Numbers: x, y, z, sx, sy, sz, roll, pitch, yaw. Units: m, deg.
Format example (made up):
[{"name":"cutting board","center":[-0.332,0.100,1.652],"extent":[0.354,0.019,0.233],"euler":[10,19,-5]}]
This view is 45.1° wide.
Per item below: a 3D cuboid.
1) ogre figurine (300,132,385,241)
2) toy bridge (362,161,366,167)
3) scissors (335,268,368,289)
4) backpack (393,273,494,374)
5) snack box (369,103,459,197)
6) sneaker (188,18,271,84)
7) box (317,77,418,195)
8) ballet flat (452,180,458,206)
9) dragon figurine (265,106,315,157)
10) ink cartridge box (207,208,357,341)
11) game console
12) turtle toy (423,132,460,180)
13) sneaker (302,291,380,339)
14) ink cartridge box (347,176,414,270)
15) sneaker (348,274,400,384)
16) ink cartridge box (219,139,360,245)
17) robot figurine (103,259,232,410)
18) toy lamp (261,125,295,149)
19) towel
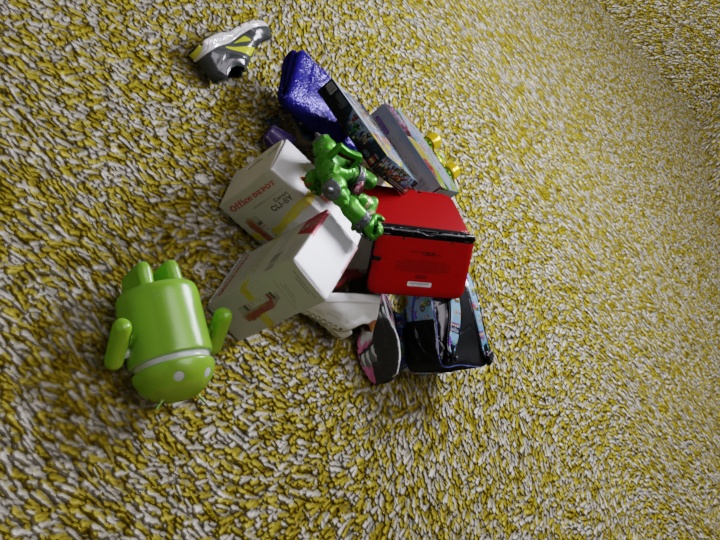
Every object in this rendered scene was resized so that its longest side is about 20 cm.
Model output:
[{"name":"ogre figurine","center":[-0.025,-0.145,1.368],"extent":[0.120,0.098,0.201],"euler":[36,47,-39]},{"name":"toy bridge","center":[-0.010,-0.186,1.678],"extent":[0.027,0.068,0.200],"euler":[14,24,-15]},{"name":"scissors","center":[0.000,0.000,1.552],"extent":[0.199,0.073,0.014],"euler":[-16,115,-29]},{"name":"backpack","center":[0.148,0.089,1.632],"extent":[0.182,0.134,0.201],"euler":[6,74,-51]},{"name":"snack box","center":[0.105,-0.225,1.700],"extent":[0.201,0.053,0.142],"euler":[58,17,10]},{"name":"sneaker","center":[-0.229,-0.395,1.584],"extent":[0.200,0.074,0.085],"euler":[-39,104,-44]},{"name":"box","center":[0.013,-0.236,1.534],"extent":[0.200,0.038,0.136],"euler":[58,14,28]},{"name":"ballet flat","center":[0.178,-0.164,1.903],"extent":[0.068,0.068,0.201],"euler":[56,33,-40]},{"name":"dragon figurine","center":[-0.092,-0.264,1.661],"extent":[0.199,0.059,0.100],"euler":[-6,72,-50]},{"name":"ink cartridge box","center":[-0.120,0.009,1.339],"extent":[0.084,0.199,0.145],"euler":[51,38,-18]},{"name":"game console","center":[0.089,-0.051,1.545],"extent":[0.199,0.119,0.173],"euler":[5,103,-27]},{"name":"turtle toy","center":[0.107,-0.226,1.837],"extent":[0.145,0.101,0.201],"euler":[-33,92,-30]},{"name":"sneaker","center":[-0.054,0.076,1.475],"extent":[0.199,0.073,0.085],"euler":[5,92,-28]},{"name":"ink cartridge box","center":[0.041,-0.097,1.659],"extent":[0.129,0.125,0.200],"euler":[52,38,-13]},{"name":"sneaker","center":[0.039,0.105,1.574],"extent":[0.086,0.080,0.201],"euler":[21,59,-67]},{"name":"ink cartridge box","center":[-0.113,-0.098,1.449],"extent":[0.200,0.145,0.084],"euler":[43,42,-22]},{"name":"robot figurine","center":[-0.266,0.089,1.183],"extent":[0.175,0.116,0.201],"euler":[-4,71,-41]},{"name":"toy lamp","center":[-0.099,-0.186,1.597],"extent":[0.200,0.058,0.058],"euler":[41,41,-15]},{"name":"towel","center":[-0.066,-0.314,1.632],"extent":[0.200,0.049,0.148],"euler":[34,42,-34]}]
